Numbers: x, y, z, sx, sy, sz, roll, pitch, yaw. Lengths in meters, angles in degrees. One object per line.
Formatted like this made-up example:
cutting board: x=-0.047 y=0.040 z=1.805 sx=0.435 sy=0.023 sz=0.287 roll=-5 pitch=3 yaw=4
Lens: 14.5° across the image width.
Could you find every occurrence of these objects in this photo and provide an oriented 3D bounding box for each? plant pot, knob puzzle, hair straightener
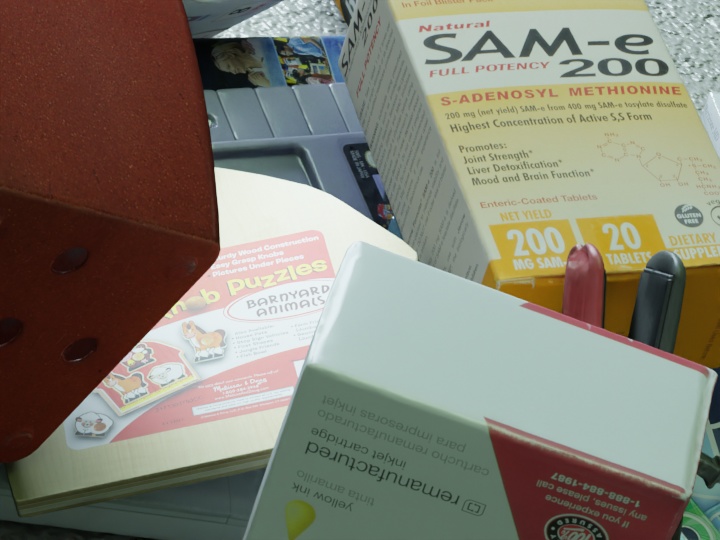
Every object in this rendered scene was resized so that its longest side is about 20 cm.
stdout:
plant pot: x=-0.171 y=-0.039 z=1.092 sx=0.200 sy=0.200 sz=0.176 roll=15 pitch=36 yaw=-50
knob puzzle: x=-0.070 y=0.024 z=1.204 sx=0.220 sy=0.030 sz=0.220 roll=-5 pitch=40 yaw=4
hair straightener: x=0.116 y=0.090 z=1.137 sx=0.077 sy=0.200 sz=0.041 roll=2 pitch=0 yaw=-16

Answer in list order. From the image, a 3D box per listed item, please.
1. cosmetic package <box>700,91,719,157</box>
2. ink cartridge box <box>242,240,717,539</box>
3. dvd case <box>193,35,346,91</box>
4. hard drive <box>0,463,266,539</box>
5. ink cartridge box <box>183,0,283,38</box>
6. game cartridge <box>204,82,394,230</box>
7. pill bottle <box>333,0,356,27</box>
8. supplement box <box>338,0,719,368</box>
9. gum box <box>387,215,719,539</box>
cosmetic package: x=0.202 y=0.000 z=1.409 sx=0.051 sy=0.083 sz=0.200 roll=10 pitch=34 yaw=-14
ink cartridge box: x=0.029 y=0.109 z=1.059 sx=0.145 sy=0.200 sz=0.083 roll=19 pitch=36 yaw=0
dvd case: x=-0.042 y=-0.049 z=1.343 sx=0.200 sy=0.018 sz=0.143 roll=-4 pitch=61 yaw=-32
hard drive: x=-0.142 y=0.058 z=1.205 sx=0.200 sy=0.026 sz=0.132 roll=9 pitch=34 yaw=-16
ink cartridge box: x=-0.145 y=-0.118 z=1.346 sx=0.200 sy=0.163 sz=0.057 roll=-21 pitch=91 yaw=-41
game cartridge: x=0.000 y=0.000 z=1.296 sx=0.130 sy=0.038 sz=0.200 roll=-8 pitch=62 yaw=-29
pill bottle: x=0.047 y=-0.151 z=1.520 sx=0.116 sy=0.116 sz=0.200 roll=1 pitch=37 yaw=-25
supplement box: x=0.080 y=-0.050 z=1.236 sx=0.126 sy=0.074 sz=0.200 roll=-4 pitch=49 yaw=-19
gum box: x=0.109 y=0.065 z=1.233 sx=0.170 sy=0.045 sz=0.200 roll=-2 pitch=55 yaw=-17
